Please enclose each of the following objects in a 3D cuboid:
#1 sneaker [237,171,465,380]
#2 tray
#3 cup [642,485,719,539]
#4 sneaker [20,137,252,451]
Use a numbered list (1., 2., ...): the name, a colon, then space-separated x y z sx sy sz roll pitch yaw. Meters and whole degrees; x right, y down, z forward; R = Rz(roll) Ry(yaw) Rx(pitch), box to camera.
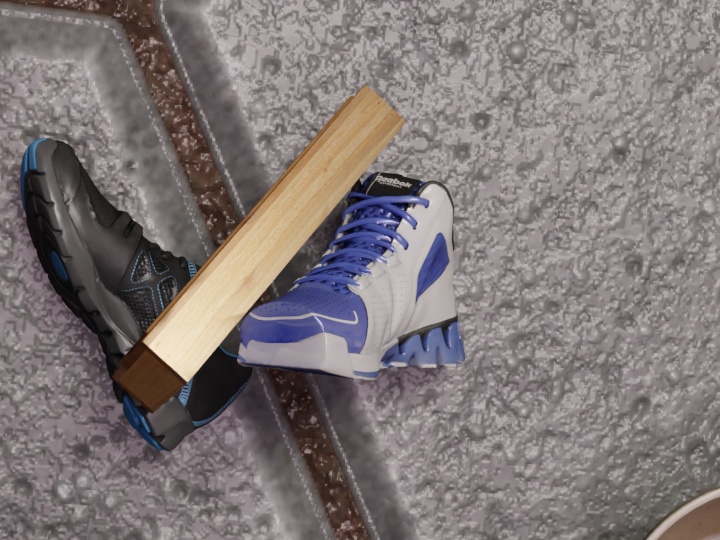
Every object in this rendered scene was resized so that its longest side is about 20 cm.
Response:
1. sneaker: 0.000 0.000 0.808 0.080 0.199 0.117 3 93 29
2. tray: -0.059 -0.012 0.795 0.037 0.099 0.201 40 66 -5
3. cup: 0.243 0.222 0.861 0.197 0.143 0.204 0 88 3
4. sneaker: -0.139 0.006 0.848 0.081 0.073 0.202 -31 104 -21
